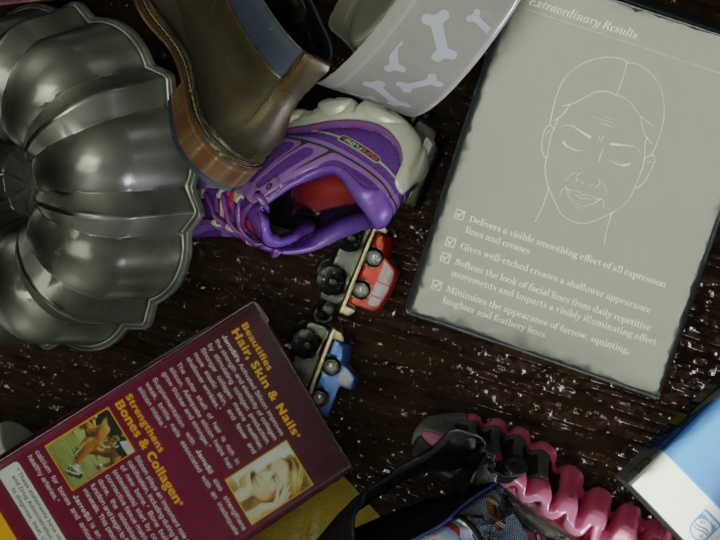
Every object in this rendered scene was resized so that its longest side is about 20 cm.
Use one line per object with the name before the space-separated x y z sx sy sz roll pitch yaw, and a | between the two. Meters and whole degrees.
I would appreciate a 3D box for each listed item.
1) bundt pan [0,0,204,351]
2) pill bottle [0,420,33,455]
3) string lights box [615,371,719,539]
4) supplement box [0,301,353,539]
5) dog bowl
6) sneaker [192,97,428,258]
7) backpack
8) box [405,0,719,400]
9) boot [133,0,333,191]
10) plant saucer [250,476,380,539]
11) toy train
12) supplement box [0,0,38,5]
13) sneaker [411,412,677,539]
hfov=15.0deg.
bundt pan | -0.188 -0.048 1.520 0.201 0.076 0.202 6 101 33
pill bottle | -0.257 0.178 1.578 0.200 0.111 0.111 -37 90 11
string lights box | 0.232 0.064 1.483 0.200 0.103 0.059 -45 88 -1
supplement box | -0.120 0.118 1.500 0.200 0.086 0.111 -32 92 -24
dog bowl | 0.050 -0.170 1.457 0.059 0.200 0.200 31 100 -11
sneaker | -0.062 -0.045 1.512 0.200 0.084 0.081 -8 127 32
backpack | -0.001 0.197 1.439 0.200 0.190 0.154 -33 80 22
box | 0.128 -0.052 1.498 0.148 0.107 0.200 19 100 6
boot | -0.065 -0.148 1.487 0.097 0.075 0.200 -43 49 34
plant saucer | -0.032 0.247 1.586 0.200 0.048 0.200 -43 89 10
toy train | 0.000 0.000 1.562 0.046 0.034 0.200 22 99 -6
supplement box | -0.210 -0.194 1.483 0.131 0.200 0.104 -3 96 9
sneaker | 0.106 0.159 1.550 0.200 0.079 0.096 33 111 4
